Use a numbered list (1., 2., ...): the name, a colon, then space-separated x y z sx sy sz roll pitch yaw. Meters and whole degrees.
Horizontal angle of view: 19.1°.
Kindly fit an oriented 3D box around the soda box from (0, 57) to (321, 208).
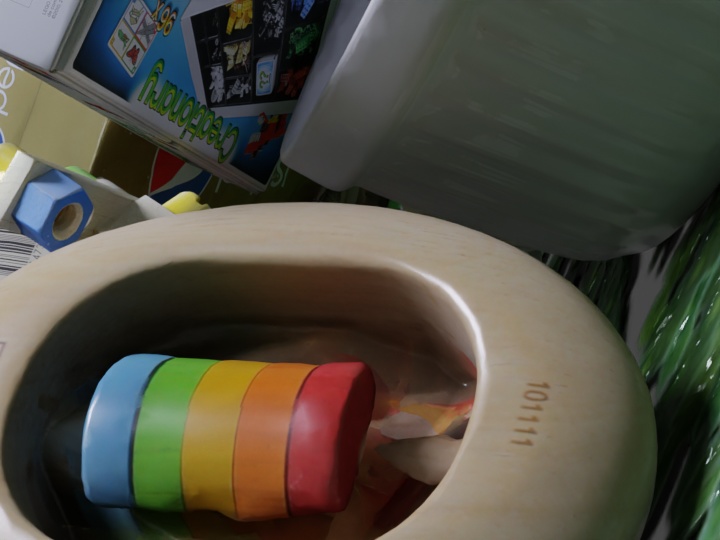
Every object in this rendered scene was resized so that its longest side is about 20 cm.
1. soda box: -0.073 -0.051 0.762 0.068 0.064 0.200 -69 -18 8

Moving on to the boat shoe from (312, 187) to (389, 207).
1. boat shoe: 0.000 0.000 0.831 0.065 0.072 0.200 -31 24 30

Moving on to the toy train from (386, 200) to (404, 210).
1. toy train: 0.045 -0.048 0.798 0.042 0.056 0.200 -57 9 52

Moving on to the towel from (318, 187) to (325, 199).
1. towel: -0.020 -0.094 0.941 0.200 0.036 0.148 -57 -20 9

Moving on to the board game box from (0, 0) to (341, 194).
1. board game box: -0.041 -0.099 0.616 0.127 0.035 0.200 -65 -14 -1

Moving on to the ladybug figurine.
1. ladybug figurine: -0.025 0.051 0.509 0.072 0.199 0.136 64 -143 -49

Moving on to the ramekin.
1. ramekin: 0.066 -0.098 0.597 0.200 0.105 0.201 -155 90 -84

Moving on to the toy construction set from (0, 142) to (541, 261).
1. toy construction set: -0.037 0.017 0.656 0.092 0.200 0.131 40 125 41

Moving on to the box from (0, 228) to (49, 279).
1. box: -0.134 0.053 0.942 0.200 0.068 0.082 86 -163 -47
